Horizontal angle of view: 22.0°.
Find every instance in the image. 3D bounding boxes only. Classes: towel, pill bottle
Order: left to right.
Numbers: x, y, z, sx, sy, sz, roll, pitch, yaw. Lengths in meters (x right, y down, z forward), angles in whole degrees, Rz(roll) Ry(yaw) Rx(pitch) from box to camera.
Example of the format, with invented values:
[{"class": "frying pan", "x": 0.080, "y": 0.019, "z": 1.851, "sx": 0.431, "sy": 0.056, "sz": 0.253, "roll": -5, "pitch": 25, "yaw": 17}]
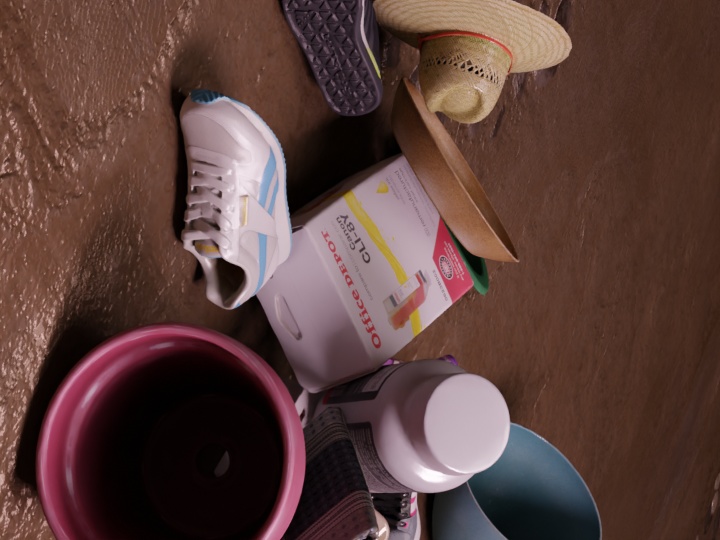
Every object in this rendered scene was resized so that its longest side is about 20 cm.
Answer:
[{"class": "towel", "x": -0.073, "y": 0.223, "z": 1.510, "sx": 0.199, "sy": 0.193, "sz": 0.035, "roll": -39, "pitch": 117, "yaw": 8}, {"class": "pill bottle", "x": 0.044, "y": 0.133, "z": 1.576, "sx": 0.110, "sy": 0.200, "sz": 0.112, "roll": 3, "pitch": 83, "yaw": -24}]

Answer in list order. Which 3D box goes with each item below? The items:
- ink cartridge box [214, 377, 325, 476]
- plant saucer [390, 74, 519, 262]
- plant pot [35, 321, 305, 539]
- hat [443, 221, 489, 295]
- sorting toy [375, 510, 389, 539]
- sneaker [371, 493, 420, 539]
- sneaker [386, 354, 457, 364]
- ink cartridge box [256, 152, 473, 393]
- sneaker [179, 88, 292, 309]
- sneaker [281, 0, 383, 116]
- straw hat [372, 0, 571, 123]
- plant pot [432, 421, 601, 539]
[{"class": "ink cartridge box", "x": -0.068, "y": 0.180, "z": 1.698, "sx": 0.117, "sy": 0.067, "sz": 0.201, "roll": -60, "pitch": 152, "yaw": -31}, {"class": "plant saucer", "x": 0.079, "y": -0.085, "z": 1.698, "sx": 0.035, "sy": 0.201, "sz": 0.200, "roll": -31, "pitch": 153, "yaw": 8}, {"class": "plant pot", "x": -0.131, "y": 0.149, "z": 1.427, "sx": 0.179, "sy": 0.198, "sz": 0.202, "roll": 45, "pitch": 61, "yaw": -78}, {"class": "hat", "x": 0.020, "y": -0.013, "z": 1.840, "sx": 0.166, "sy": 0.175, "sz": 0.201, "roll": 52, "pitch": 18, "yaw": -45}, {"class": "sorting toy", "x": -0.059, "y": 0.274, "z": 1.650, "sx": 0.185, "sy": 0.036, "sz": 0.200, "roll": -46, "pitch": 153, "yaw": -3}, {"class": "sneaker", "x": 0.030, "y": 0.214, "z": 1.896, "sx": 0.121, "sy": 0.083, "sz": 0.202, "roll": 51, "pitch": 49, "yaw": -66}, {"class": "sneaker", "x": 0.032, "y": 0.099, "z": 1.789, "sx": 0.114, "sy": 0.072, "sz": 0.201, "roll": -41, "pitch": 126, "yaw": -13}, {"class": "ink cartridge box", "x": 0.000, "y": 0.000, "z": 1.659, "sx": 0.200, "sy": 0.083, "sz": 0.146, "roll": -37, "pitch": 103, "yaw": -53}, {"class": "sneaker", "x": -0.106, "y": -0.056, "z": 1.487, "sx": 0.081, "sy": 0.076, "sz": 0.201, "roll": -53, "pitch": 145, "yaw": -36}, {"class": "sneaker", "x": -0.024, "y": -0.225, "z": 1.610, "sx": 0.201, "sy": 0.071, "sz": 0.083, "roll": 78, "pitch": 12, "yaw": -45}, {"class": "straw hat", "x": 0.092, "y": -0.182, "z": 1.688, "sx": 0.201, "sy": 0.199, "sz": 0.086, "roll": 37, "pitch": 64, "yaw": -63}, {"class": "plant pot", "x": 0.159, "y": 0.293, "z": 2.126, "sx": 0.135, "sy": 0.200, "sz": 0.200, "roll": -49, "pitch": 171, "yaw": 33}]
